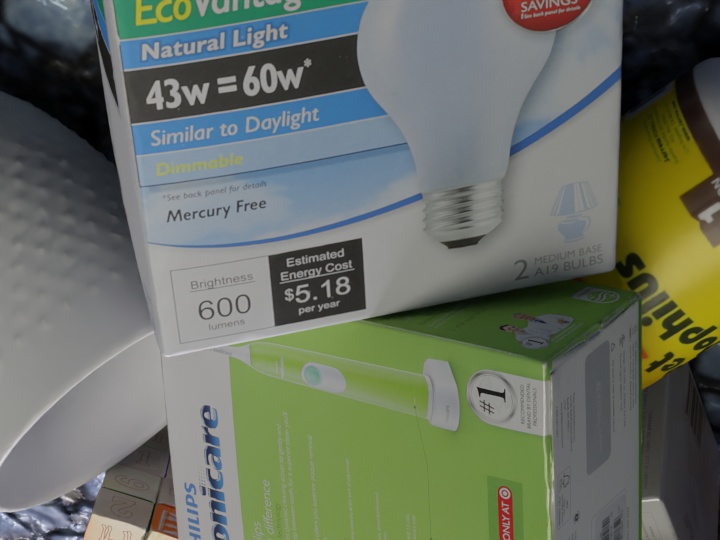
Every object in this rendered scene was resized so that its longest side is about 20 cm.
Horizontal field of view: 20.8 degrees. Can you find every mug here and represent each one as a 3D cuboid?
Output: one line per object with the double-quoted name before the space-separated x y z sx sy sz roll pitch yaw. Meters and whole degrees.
"mug" -0.188 0.016 0.936 0.175 0.200 0.148 50 164 16

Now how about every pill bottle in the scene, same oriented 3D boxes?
"pill bottle" 0.113 0.000 0.892 0.200 0.109 0.109 -35 120 22

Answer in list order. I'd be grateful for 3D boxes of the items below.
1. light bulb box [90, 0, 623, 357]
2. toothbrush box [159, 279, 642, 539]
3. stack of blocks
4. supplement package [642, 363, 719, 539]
"light bulb box" -0.005 -0.096 0.776 0.198 0.125 0.200 -11 127 -9
"toothbrush box" 0.016 0.072 0.850 0.200 0.086 0.146 10 115 32
"stack of blocks" -0.117 0.142 1.054 0.058 0.200 0.115 18 109 -5
"supplement package" 0.079 0.116 1.040 0.199 0.120 0.121 -7 135 20
